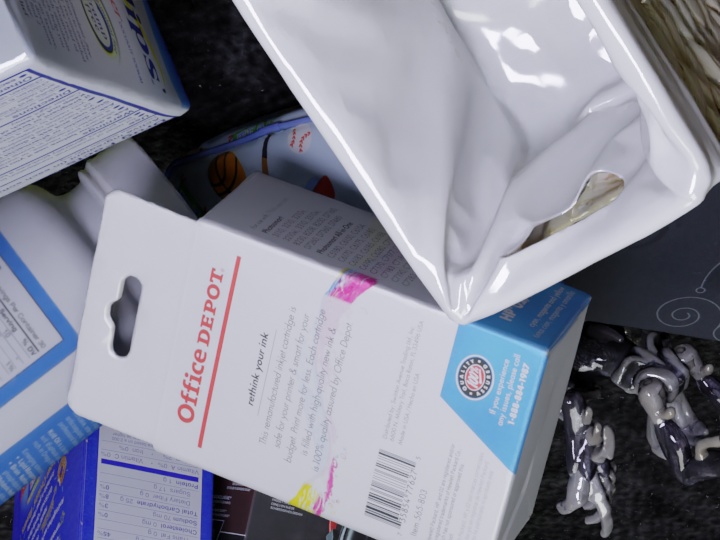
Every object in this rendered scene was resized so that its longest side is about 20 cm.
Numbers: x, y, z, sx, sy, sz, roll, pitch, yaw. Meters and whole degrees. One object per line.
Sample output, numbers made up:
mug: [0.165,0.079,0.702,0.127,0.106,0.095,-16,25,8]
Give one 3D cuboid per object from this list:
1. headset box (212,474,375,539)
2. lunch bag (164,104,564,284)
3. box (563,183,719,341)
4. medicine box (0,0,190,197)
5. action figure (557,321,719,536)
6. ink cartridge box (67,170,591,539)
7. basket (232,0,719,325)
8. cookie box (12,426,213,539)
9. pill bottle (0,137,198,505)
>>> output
headset box: [-0.001,0.115,1.431,0.148,0.201,0.075,16,171,-23]
lunch bag: [0.000,0.000,1.263,0.075,0.161,0.199,-22,-174,-42]
box: [0.174,-0.042,1.270,0.199,0.107,0.122,8,142,-11]
medicine box: [-0.187,-0.077,1.051,0.181,0.103,0.200,-24,173,11]
action figure: [0.136,0.071,1.357,0.199,0.119,0.103,22,131,37]
ink cartridge box: [-0.015,0.036,1.168,0.199,0.068,0.116,21,117,13]
basket: [0.053,-0.105,1.096,0.135,0.123,0.201,-29,99,31]
cookie box: [-0.132,0.136,1.434,0.075,0.201,0.171,11,143,-16]
pill bottle: [-0.158,0.033,1.231,0.200,0.112,0.112,-37,142,-6]
